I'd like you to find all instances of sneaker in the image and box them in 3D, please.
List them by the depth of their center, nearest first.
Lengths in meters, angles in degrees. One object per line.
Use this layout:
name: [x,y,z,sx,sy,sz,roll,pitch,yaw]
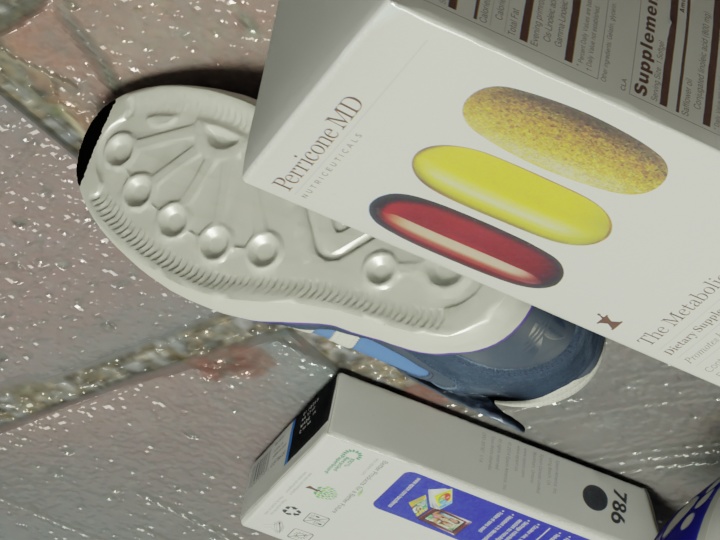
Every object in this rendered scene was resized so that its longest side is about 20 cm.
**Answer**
sneaker: [0.000,0.000,0.994,0.200,0.081,0.146,19,172,26]

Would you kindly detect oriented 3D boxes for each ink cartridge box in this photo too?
ink cartridge box: [0.055,0.115,1.171,0.200,0.039,0.099,24,141,-16]

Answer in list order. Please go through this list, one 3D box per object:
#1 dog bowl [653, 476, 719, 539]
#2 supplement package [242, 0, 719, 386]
dog bowl: [0.212,0.163,1.061,0.200,0.200,0.079,23,145,-17]
supplement package: [0.077,-0.060,0.868,0.200,0.110,0.114,22,141,-16]
